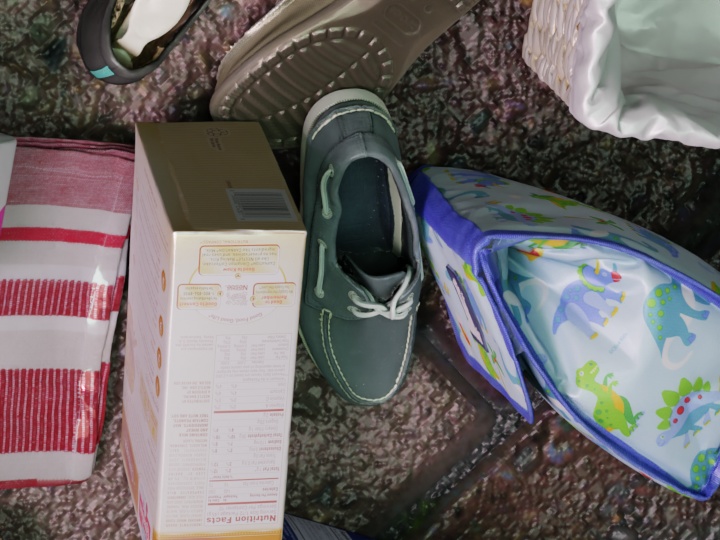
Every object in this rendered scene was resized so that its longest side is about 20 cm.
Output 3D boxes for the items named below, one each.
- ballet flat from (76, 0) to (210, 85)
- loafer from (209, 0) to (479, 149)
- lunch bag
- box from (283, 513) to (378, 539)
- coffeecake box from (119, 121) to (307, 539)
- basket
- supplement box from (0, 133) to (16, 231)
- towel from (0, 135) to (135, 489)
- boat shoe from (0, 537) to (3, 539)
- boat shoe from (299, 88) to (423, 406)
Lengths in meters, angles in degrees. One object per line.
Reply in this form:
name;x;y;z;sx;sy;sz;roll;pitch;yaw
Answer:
ballet flat;-0.080;-0.182;1.389;0.068;0.068;0.201;31;95;-17
loafer;-0.001;-0.142;1.419;0.200;0.068;0.076;-35;128;14
lunch bag;0.119;0.020;1.429;0.200;0.170;0.128;36;93;-19
box;0.006;0.180;1.467;0.199;0.121;0.033;17;99;-16
coffeecake box;-0.082;0.041;1.380;0.073;0.154;0.201;0;114;-13
basket;0.203;-0.173;1.406;0.199;0.161;0.200;7;102;-15
supplement box;-0.289;-0.040;1.311;0.199;0.103;0.102;15;101;19
towel;-0.189;0.026;1.403;0.144;0.023;0.201;-1;106;-44
boat shoe;-0.235;0.242;1.445;0.063;0.073;0.201;-7;111;-54
boat shoe;0.000;0.000;1.435;0.072;0.062;0.201;-9;122;-10
